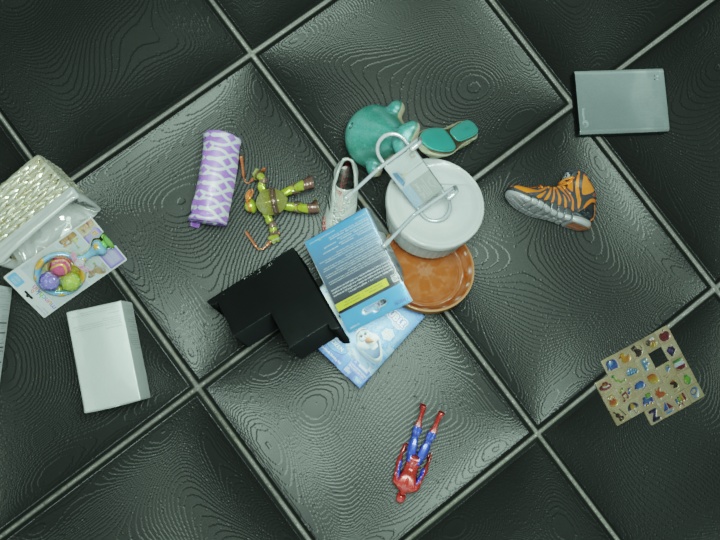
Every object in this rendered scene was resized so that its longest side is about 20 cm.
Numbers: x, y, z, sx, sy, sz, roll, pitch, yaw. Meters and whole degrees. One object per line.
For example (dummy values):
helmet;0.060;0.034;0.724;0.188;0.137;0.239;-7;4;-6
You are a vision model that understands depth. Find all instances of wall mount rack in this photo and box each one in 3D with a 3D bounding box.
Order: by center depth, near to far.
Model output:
wall mount rack;0.075;-0.146;1.233;0.173;0.075;0.200;-35;105;18

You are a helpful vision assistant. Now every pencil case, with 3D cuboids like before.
pencil case;-0.298;-0.187;1.360;0.085;0.084;0.201;3;80;33

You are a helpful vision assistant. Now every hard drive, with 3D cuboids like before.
hard drive;0.559;-0.362;1.449;0.199;0.033;0.140;-3;85;-3

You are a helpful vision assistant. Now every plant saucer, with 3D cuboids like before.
plant saucer;0.132;-0.005;1.366;0.199;0.032;0.201;3;66;-6

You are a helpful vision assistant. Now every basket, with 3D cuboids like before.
basket;-0.638;-0.111;1.304;0.200;0.136;0.123;-43;86;-6

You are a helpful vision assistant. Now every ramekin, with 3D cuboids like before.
ramekin;0.142;-0.117;1.348;0.201;0.094;0.203;3;66;-7

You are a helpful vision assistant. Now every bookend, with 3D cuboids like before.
bookend;-0.157;0.097;1.289;0.198;0.092;0.200;-33;63;-1

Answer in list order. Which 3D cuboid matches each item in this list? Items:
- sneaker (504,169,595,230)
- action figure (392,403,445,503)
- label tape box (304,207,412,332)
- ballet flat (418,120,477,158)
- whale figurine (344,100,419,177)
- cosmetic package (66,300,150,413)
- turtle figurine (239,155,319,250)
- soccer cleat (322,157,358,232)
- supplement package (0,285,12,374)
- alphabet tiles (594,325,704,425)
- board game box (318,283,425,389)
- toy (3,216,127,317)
sneaker;0.403;-0.165;1.407;0.199;0.078;0.113;19;79;-12
action figure;0.112;0.371;1.343;0.065;0.052;0.201;21;88;4
label tape box;0.000;0.000;1.307;0.143;0.066;0.201;-28;85;11
ballet flat;0.169;-0.255;1.356;0.200;0.062;0.068;-23;75;-43
whale figurine;0.038;-0.266;1.323;0.103;0.200;0.160;20;94;-27
cosmetic package;-0.492;0.168;1.313;0.112;0.081;0.201;-11;86;-4
turtle figurine;-0.172;-0.152;1.369;0.161;0.064;0.201;-12;85;-4
soccer cleat;-0.039;-0.133;1.365;0.068;0.085;0.201;9;84;-3
supplement package;-0.759;0.123;1.286;0.113;0.110;0.201;4;84;-2
alphabet tiles;0.599;0.235;1.406;0.199;0.008;0.168;-27;87;-5
board game box;-0.008;0.099;1.365;0.200;0.043;0.199;42;82;2
toy;-0.574;0.000;1.314;0.200;0.047;0.115;-38;122;-10
